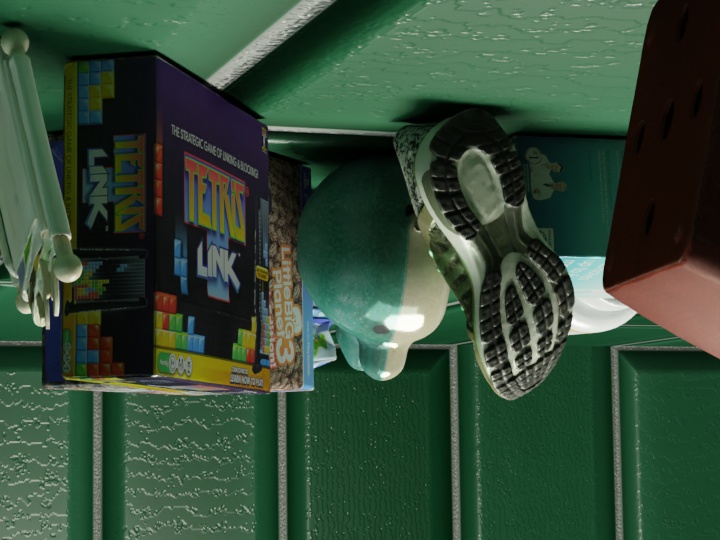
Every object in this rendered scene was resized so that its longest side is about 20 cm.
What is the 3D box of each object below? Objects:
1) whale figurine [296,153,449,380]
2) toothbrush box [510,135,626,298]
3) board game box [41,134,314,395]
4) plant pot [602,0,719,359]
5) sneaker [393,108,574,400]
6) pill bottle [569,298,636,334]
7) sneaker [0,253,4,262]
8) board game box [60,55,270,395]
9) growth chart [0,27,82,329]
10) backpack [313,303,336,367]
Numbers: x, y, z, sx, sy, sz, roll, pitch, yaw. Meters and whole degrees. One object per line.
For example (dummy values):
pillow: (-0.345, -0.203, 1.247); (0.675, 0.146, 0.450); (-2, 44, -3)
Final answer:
whale figurine: (0.000, 0.000, 1.248); (0.103, 0.160, 0.200); (5, 157, -10)
toothbrush box: (0.178, -0.033, 1.240); (0.198, 0.086, 0.146); (0, 169, -15)
board game box: (-0.117, 0.000, 1.194); (0.096, 0.161, 0.200); (-4, 174, 25)
plant pot: (0.209, -0.045, 0.751); (0.175, 0.202, 0.200); (13, 173, -5)
sneaker: (0.072, -0.014, 1.128); (0.077, 0.201, 0.088); (-27, -155, -20)
pill bottle: (0.158, -0.004, 1.415); (0.108, 0.110, 0.200); (2, 175, -21)
sneaker: (-0.238, -0.043, 1.184); (0.080, 0.075, 0.199); (-4, 172, 31)
board game box: (-0.103, -0.017, 1.003); (0.056, 0.167, 0.200); (-1, 174, 14)
growth chart: (-0.174, -0.039, 0.922); (0.018, 0.146, 0.200); (-12, 175, -18)
backpack: (-0.115, 0.015, 1.405); (0.199, 0.148, 0.182); (8, 167, -42)
